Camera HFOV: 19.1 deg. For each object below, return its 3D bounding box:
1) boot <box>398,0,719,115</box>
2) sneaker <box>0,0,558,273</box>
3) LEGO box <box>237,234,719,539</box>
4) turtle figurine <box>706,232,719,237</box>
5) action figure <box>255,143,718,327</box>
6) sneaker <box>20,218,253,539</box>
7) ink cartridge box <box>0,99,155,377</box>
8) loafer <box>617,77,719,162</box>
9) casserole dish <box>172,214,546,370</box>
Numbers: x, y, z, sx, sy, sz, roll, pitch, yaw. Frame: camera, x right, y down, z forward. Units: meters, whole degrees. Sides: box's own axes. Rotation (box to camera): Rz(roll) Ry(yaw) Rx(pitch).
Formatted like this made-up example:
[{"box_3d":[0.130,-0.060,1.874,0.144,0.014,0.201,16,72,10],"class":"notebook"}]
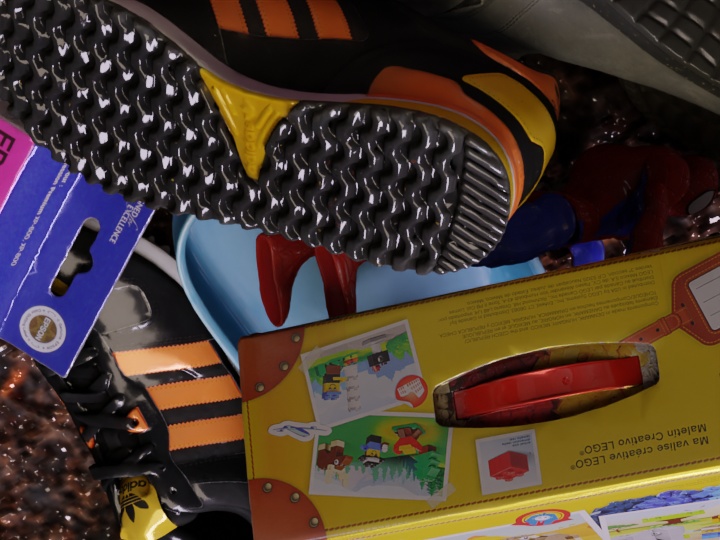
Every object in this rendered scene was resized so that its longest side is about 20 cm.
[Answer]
[{"box_3d":[0.064,-0.093,0.765,0.199,0.068,0.131,28,154,-2],"class":"boot"},{"box_3d":[-0.029,-0.063,0.720,0.199,0.090,0.070,20,126,18],"class":"sneaker"},{"box_3d":[0.078,0.059,0.726,0.199,0.078,0.149,-12,158,14],"class":"LEGO box"},{"box_3d":[0.220,0.052,0.847,0.149,0.101,0.200,-30,124,20],"class":"turtle figurine"},{"box_3d":[0.063,0.009,0.794,0.199,0.065,0.100,-18,105,-33],"class":"action figure"},{"box_3d":[-0.084,0.060,0.860,0.070,0.090,0.200,-22,123,39],"class":"sneaker"},{"box_3d":[-0.180,-0.043,0.805,0.199,0.037,0.095,31,112,-1],"class":"ink cartridge box"},{"box_3d":[0.195,-0.072,0.799,0.199,0.068,0.076,13,161,7],"class":"loafer"},{"box_3d":[0.000,0.000,0.830,0.121,0.039,0.200,-37,131,-2],"class":"casserole dish"}]
